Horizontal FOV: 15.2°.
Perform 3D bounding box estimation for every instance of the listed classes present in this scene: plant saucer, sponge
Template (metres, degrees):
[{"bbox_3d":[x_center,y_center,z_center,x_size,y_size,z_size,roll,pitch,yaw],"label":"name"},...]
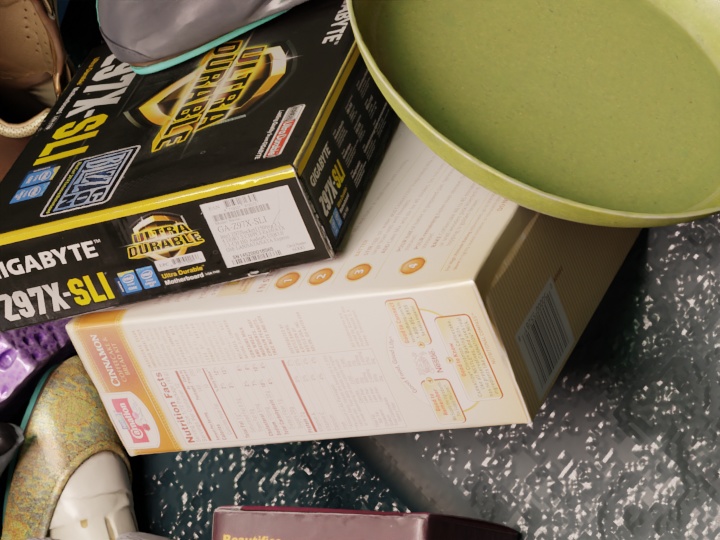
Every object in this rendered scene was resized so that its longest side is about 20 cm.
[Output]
[{"bbox_3d":[0.085,-0.085,1.114,0.200,0.199,0.031,54,141,28],"label":"plant saucer"},{"bbox_3d":[-0.210,0.092,1.293,0.030,0.112,0.200,44,106,1],"label":"sponge"}]

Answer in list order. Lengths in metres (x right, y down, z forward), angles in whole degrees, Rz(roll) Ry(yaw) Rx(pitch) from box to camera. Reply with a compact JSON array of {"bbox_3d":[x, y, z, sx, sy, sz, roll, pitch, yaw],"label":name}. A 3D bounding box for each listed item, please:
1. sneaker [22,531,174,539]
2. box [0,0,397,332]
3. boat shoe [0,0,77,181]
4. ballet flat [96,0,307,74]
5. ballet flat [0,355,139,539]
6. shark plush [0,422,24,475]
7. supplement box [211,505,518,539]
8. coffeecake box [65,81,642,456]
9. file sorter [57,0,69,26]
[{"bbox_3d":[-0.112,0.177,1.165,0.075,0.200,0.115,15,93,19],"label":"sneaker"},{"bbox_3d":[-0.068,-0.056,1.176,0.159,0.200,0.050,-14,116,22],"label":"box"},{"bbox_3d":[-0.167,-0.084,1.257,0.074,0.203,0.075,-9,42,-1],"label":"boat shoe"},{"bbox_3d":[-0.026,-0.148,1.187,0.199,0.073,0.073,-19,69,5],"label":"ballet flat"},{"bbox_3d":[-0.138,0.143,1.264,0.070,0.071,0.201,21,97,34],"label":"ballet flat"},{"bbox_3d":[-0.212,0.144,1.266,0.090,0.083,0.201,23,118,13],"label":"shark plush"},{"bbox_3d":[-0.003,0.204,1.151,0.110,0.085,0.201,-2,79,32],"label":"supplement box"},{"bbox_3d":[0.000,0.000,1.150,0.199,0.154,0.073,-6,121,31],"label":"coffeecake box"},{"bbox_3d":[-0.195,-0.229,1.319,0.139,0.122,0.201,22,92,55],"label":"file sorter"}]
